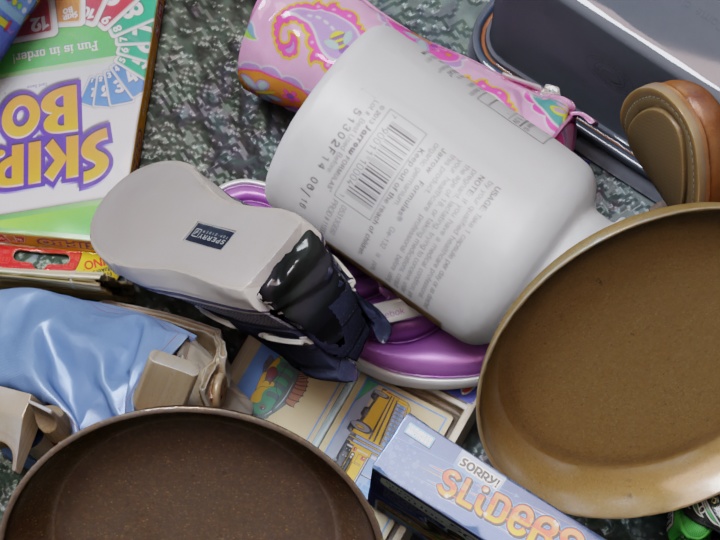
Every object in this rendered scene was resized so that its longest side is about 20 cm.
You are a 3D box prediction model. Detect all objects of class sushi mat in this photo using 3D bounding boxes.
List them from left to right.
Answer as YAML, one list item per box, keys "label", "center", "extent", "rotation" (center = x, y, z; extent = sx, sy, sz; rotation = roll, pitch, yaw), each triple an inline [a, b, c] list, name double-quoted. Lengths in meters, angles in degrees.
- label: "sushi mat"
  center: [-0.229, 0.002, 1.520]
  extent: [0.199, 0.096, 0.012]
  rotation: [4, 86, 6]

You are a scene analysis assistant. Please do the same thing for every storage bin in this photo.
- label: "storage bin"
  center: [0.168, -0.141, 1.521]
  extent: [0.200, 0.134, 0.146]
  rotation: [35, 77, 14]

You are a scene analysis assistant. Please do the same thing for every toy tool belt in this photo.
- label: "toy tool belt"
  center: [-0.163, 0.057, 1.464]
  extent: [0.199, 0.123, 0.125]
  rotation: [11, 64, 19]

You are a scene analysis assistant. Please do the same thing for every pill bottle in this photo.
- label: "pill bottle"
  center: [0.059, -0.027, 1.435]
  extent: [0.200, 0.114, 0.115]
  rotation: [35, 76, 9]

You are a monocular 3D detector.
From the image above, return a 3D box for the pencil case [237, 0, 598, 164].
- label: "pencil case"
  center: [0.030, -0.096, 1.539]
  extent: [0.199, 0.087, 0.088]
  rotation: [29, 75, 14]

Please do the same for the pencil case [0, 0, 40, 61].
- label: "pencil case"
  center: [-0.252, -0.110, 1.557]
  extent: [0.078, 0.087, 0.200]
  rotation: [35, 86, -18]

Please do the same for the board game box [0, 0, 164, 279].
- label: "board game box"
  center: [-0.171, -0.092, 1.587]
  extent: [0.095, 0.030, 0.201]
  rotation: [5, 73, 7]

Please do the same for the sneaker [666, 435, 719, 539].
- label: "sneaker"
  center: [0.192, 0.099, 1.464]
  extent: [0.085, 0.078, 0.201]
  rotation: [-22, 71, -3]

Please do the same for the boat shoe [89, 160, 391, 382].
- label: "boat shoe"
  center: [-0.066, 0.006, 1.465]
  extent: [0.075, 0.093, 0.200]
  rotation: [-49, 33, -11]

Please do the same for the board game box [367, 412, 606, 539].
- label: "board game box"
  center: [0.096, 0.150, 1.408]
  extent: [0.200, 0.135, 0.035]
  rotation: [33, 79, 5]

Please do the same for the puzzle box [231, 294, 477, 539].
- label: "puzzle box"
  center: [-0.020, 0.096, 1.508]
  extent: [0.133, 0.025, 0.200]
  rotation: [26, 74, 12]

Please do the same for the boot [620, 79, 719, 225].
- label: "boot"
  center: [0.216, -0.074, 1.401]
  extent: [0.154, 0.200, 0.074]
  rotation: [-29, 69, -1]

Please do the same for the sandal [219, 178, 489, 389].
- label: "sandal"
  center: [-0.003, 0.007, 1.498]
  extent: [0.202, 0.050, 0.083]
  rotation: [20, 73, 13]

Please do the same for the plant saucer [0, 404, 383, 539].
- label: "plant saucer"
  center: [-0.085, 0.144, 1.421]
  extent: [0.199, 0.201, 0.037]
  rotation: [-3, 31, 3]

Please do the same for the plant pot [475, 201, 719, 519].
- label: "plant pot"
  center: [0.149, 0.041, 1.371]
  extent: [0.199, 0.200, 0.028]
  rotation: [-19, 43, -3]
